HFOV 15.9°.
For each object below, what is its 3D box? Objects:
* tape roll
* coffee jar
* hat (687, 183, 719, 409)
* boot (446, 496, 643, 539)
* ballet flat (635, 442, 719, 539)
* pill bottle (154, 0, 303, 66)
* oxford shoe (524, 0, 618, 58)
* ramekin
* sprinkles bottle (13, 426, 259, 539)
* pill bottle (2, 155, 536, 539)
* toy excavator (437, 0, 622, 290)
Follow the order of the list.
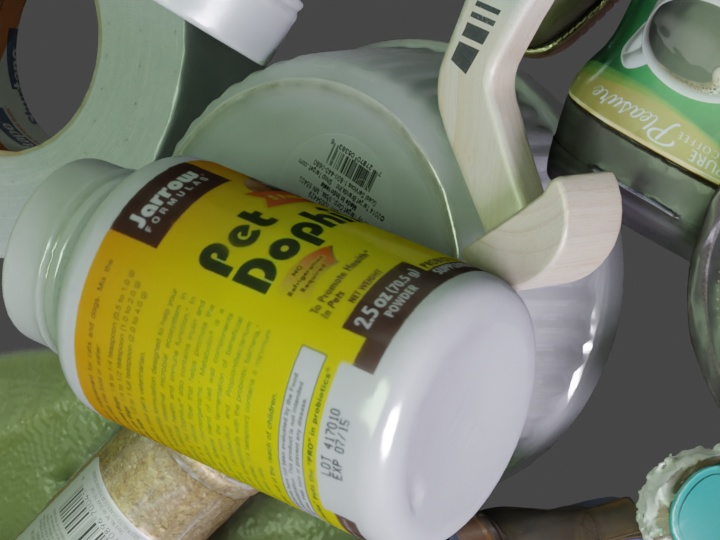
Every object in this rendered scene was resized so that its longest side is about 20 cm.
[{"bbox_3d":[-0.142,-0.105,1.201,0.199,0.066,0.202,0,90,32],"label":"tape roll"},{"bbox_3d":[0.154,-0.102,0.999,0.104,0.085,0.201,31,106,22],"label":"coffee jar"},{"bbox_3d":[0.227,0.012,0.957,0.199,0.081,0.202,9,110,25],"label":"hat"},{"bbox_3d":[0.048,0.156,1.082,0.075,0.096,0.200,67,151,23],"label":"boot"},{"bbox_3d":[0.181,0.142,0.988,0.200,0.072,0.072,47,115,-4],"label":"ballet flat"},{"bbox_3d":[-0.026,-0.193,1.070,0.119,0.119,0.201,32,94,28],"label":"pill bottle"},{"bbox_3d":[0.095,-0.180,1.042,0.071,0.074,0.201,34,108,27],"label":"oxford shoe"},{"bbox_3d":[0.000,0.000,1.087,0.199,0.105,0.202,0,90,33],"label":"ramekin"},{"bbox_3d":[-0.126,0.135,1.190,0.200,0.068,0.068,-45,68,24],"label":"sprinkles bottle"},{"bbox_3d":[-0.040,0.024,0.986,0.199,0.109,0.110,22,102,30],"label":"pill bottle"},{"bbox_3d":[0.055,-0.121,0.977,0.194,0.099,0.201,45,125,30],"label":"toy excavator"}]
